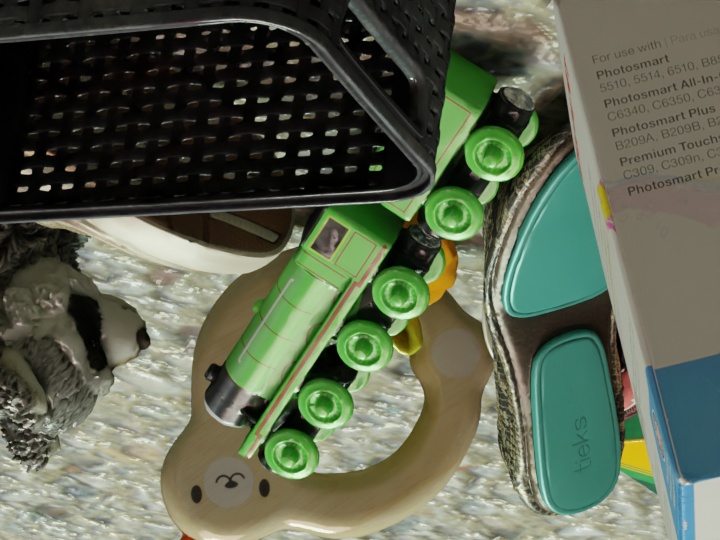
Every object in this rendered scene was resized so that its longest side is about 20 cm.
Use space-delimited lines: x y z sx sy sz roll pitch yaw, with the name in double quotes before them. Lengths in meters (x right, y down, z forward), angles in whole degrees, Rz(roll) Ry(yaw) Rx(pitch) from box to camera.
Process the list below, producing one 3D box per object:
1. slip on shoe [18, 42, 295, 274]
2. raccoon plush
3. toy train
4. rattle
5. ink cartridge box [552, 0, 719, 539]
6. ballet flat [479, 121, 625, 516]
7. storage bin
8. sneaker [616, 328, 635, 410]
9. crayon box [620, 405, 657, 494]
"slip on shoe" -0.122 -0.047 1.087 0.200 0.076 0.061 19 149 -20
"raccoon plush" -0.181 0.009 1.166 0.200 0.134 0.097 -1 157 20
"toy train" 0.000 0.000 1.091 0.056 0.042 0.200 32 121 -3
"rattle" -0.028 0.075 1.175 0.130 0.200 0.143 46 171 -14
"ink cartridge box" 0.143 -0.013 0.952 0.125 0.200 0.129 -12 157 2
"ballet flat" 0.072 0.008 1.144 0.068 0.075 0.200 -17 130 -19
"storage bin" -0.079 -0.087 0.954 0.200 0.094 0.135 -3 156 23
"sneaker" 0.152 0.004 1.165 0.087 0.074 0.200 -3 164 -18
"crayon box" 0.214 0.063 1.278 0.200 0.058 0.119 -8 154 34
